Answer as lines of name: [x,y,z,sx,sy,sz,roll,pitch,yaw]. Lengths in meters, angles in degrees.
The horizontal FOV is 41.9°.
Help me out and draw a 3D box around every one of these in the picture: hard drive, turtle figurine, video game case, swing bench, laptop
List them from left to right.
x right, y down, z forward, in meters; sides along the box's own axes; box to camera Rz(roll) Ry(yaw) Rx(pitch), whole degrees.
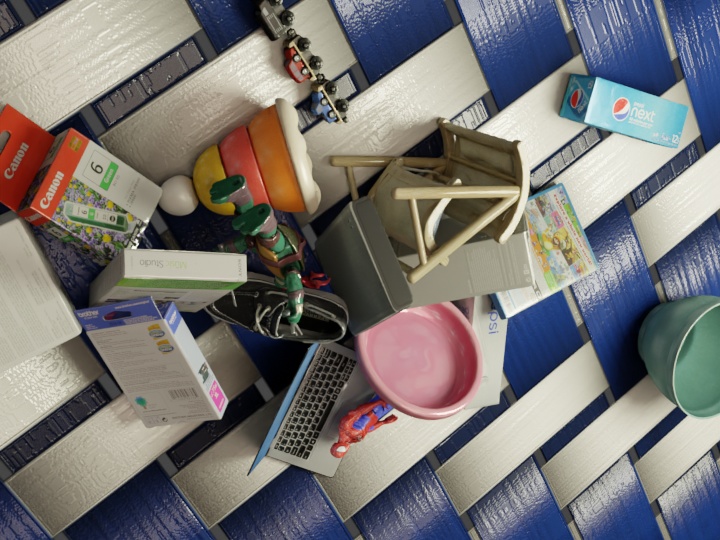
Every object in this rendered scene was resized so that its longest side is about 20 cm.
turtle figurine: [-0.114,-0.017,1.135,0.101,0.148,0.202,-49,145,-24]
laptop: [-0.054,0.202,1.302,0.198,0.116,0.190,25,94,-31]
hard drive: [0.000,0.000,1.196,0.032,0.200,0.142,-22,84,-18]
swing bench: [0.094,-0.100,1.238,0.197,0.198,0.132,-21,114,-19]
video game case: [0.256,-0.032,1.399,0.197,0.018,0.146,-24,89,-28]

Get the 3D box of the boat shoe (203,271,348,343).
boat shoe: [-0.113,0.056,1.217,0.195,0.068,0.073,13,113,-4]

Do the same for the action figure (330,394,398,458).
action figure: [0.029,0.197,1.363,0.199,0.051,0.066,-42,147,-18]

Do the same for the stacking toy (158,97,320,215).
stacking toy: [-0.157,-0.118,1.167,0.196,0.147,0.149,-17,114,0]

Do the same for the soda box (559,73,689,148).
soda box: [0.404,-0.242,1.432,0.196,0.064,0.069,9,101,-29]

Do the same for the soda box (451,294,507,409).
soda box: [0.176,0.102,1.420,0.067,0.063,0.205,-4,107,-27]

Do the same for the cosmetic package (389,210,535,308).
cosmetic package: [0.137,-0.018,1.291,0.195,0.107,0.092,-9,114,10]

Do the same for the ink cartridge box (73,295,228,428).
ink cartridge box: [-0.257,0.108,1.165,0.117,0.042,0.202,-9,126,21]

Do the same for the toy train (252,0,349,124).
toy train: [-0.075,-0.264,1.195,0.046,0.034,0.201,-39,119,-7]

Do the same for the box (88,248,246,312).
box: [-0.232,0.015,1.109,0.141,0.199,0.037,3,78,-27]

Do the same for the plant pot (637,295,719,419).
plant pot: [0.554,0.128,1.584,0.196,0.134,0.205,-9,110,-25]

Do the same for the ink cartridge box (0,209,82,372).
ink cartridge box: [-0.451,0.043,1.098,0.197,0.047,0.163,-25,116,-7]

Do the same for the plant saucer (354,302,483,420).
plant saucer: [0.078,0.120,1.331,0.196,0.204,0.051,0,150,-27]

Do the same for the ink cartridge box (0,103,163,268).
ink cartridge box: [-0.336,-0.097,1.080,0.199,0.050,0.111,36,63,-32]
